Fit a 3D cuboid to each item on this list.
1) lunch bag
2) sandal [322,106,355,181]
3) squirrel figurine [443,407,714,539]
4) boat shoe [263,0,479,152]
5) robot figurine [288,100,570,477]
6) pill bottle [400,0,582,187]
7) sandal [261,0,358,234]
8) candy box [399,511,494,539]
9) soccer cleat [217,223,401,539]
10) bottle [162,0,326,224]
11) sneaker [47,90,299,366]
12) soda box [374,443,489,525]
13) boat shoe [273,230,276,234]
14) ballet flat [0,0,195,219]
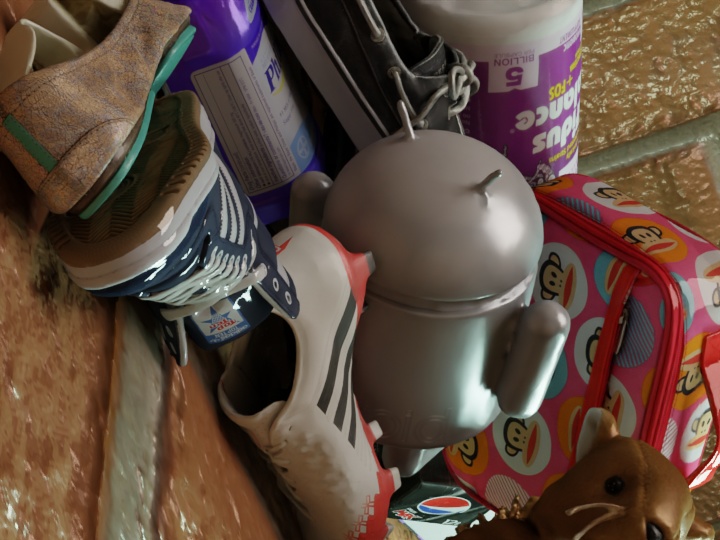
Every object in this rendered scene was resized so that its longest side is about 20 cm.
[{"bbox_3d":[0.135,0.062,1.293,0.176,0.082,0.201,32,-56,38],"label":"lunch bag"},{"bbox_3d":[0.000,0.000,1.300,0.075,0.048,0.202,-112,-160,-67],"label":"sandal"},{"bbox_3d":[0.085,0.157,1.185,0.141,0.187,0.200,43,0,-4],"label":"squirrel figurine"},{"bbox_3d":[0.027,-0.098,1.236,0.200,0.068,0.074,55,22,-18],"label":"boat shoe"},{"bbox_3d":[0.031,0.011,1.193,0.113,0.169,0.201,-42,150,-44],"label":"robot figurine"},{"bbox_3d":[0.073,-0.086,1.352,0.113,0.112,0.201,-96,-176,-54],"label":"pill bottle"},{"bbox_3d":[-0.039,-0.082,1.335,0.055,0.081,0.201,-48,121,-68],"label":"sandal"},{"bbox_3d":[0.050,0.082,1.565,0.168,0.071,0.201,50,24,-66],"label":"candy box"},{"bbox_3d":[-0.031,0.073,1.139,0.068,0.085,0.201,24,-52,40],"label":"soccer cleat"},{"bbox_3d":[-0.079,-0.121,1.207,0.084,0.065,0.201,-93,163,-56],"label":"bottle"},{"bbox_3d":[-0.074,-0.002,0.982,0.200,0.070,0.109,-90,158,-72],"label":"sneaker"},{"bbox_3d":[0.043,0.053,1.433,0.063,0.070,0.201,-41,-133,51],"label":"soda box"},{"bbox_3d":[-0.019,-0.043,1.407,0.072,0.067,0.201,-15,87,-81],"label":"boat shoe"},{"bbox_3d":[-0.112,-0.085,0.952,0.067,0.068,0.200,37,16,-10],"label":"ballet flat"}]
